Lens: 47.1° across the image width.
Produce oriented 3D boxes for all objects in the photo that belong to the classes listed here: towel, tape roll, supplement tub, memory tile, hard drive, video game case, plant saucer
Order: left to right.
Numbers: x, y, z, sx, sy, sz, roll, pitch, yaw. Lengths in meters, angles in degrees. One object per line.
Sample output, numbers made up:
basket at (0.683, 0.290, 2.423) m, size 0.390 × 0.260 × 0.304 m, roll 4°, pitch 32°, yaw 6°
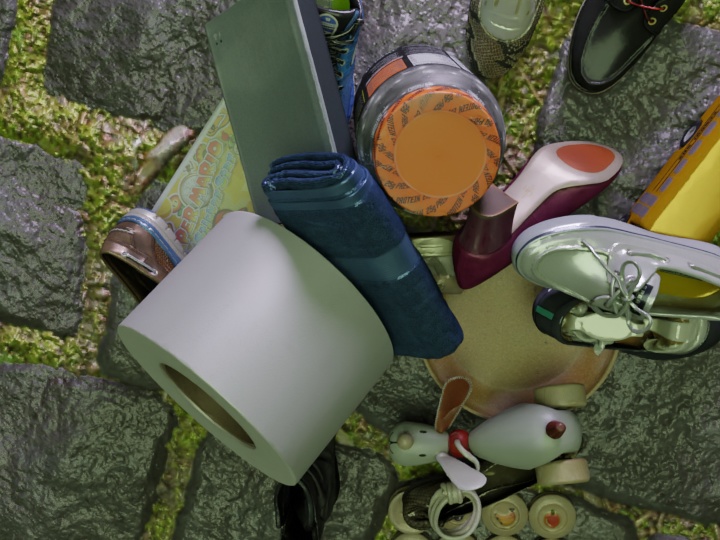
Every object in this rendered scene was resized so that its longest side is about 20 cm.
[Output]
video game case at (-0.106, -0.054, 0.836) m, size 0.182 × 0.023 × 0.201 m, roll 35°, pitch 102°, yaw -1°
tape roll at (-0.089, 0.067, 0.718) m, size 0.203 × 0.203 × 0.139 m, roll 43°, pitch 69°, yaw -3°
hard drive at (-0.070, -0.146, 0.748) m, size 0.139 × 0.033 × 0.201 m, roll -10°, pitch 97°, yaw 50°
towel at (0.006, -0.011, 0.683) m, size 0.049 × 0.111 × 0.201 m, roll -51°, pitch 125°, yaw -28°
supplement tub at (0.055, -0.122, 0.709) m, size 0.121 × 0.200 × 0.123 m, roll 0°, pitch 112°, yaw -1°
memory tile at (0.128, 0.304, 0.882) m, size 0.198 × 0.017 × 0.155 m, roll 1°, pitch 100°, yaw 6°
plant saucer at (0.156, 0.051, 0.823) m, size 0.199 × 0.035 × 0.202 m, roll 1°, pitch 101°, yaw 5°

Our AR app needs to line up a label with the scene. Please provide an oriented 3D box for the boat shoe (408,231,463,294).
boat shoe at (0.000, 0.000, 0.786) m, size 0.198 × 0.072 × 0.066 m, roll -3°, pitch 98°, yaw 6°

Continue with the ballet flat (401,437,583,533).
ballet flat at (0.134, 0.212, 0.829) m, size 0.199 × 0.046 × 0.068 m, roll -24°, pitch 116°, yaw 6°

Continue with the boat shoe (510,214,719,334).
boat shoe at (0.229, 0.013, 0.702) m, size 0.200 × 0.086 × 0.075 m, roll 11°, pitch 126°, yaw -7°

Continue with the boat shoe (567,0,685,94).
boat shoe at (0.255, -0.254, 0.746) m, size 0.073 × 0.063 × 0.202 m, roll 32°, pitch 103°, yaw -3°

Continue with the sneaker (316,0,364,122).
sneaker at (-0.038, -0.212, 0.762) m, size 0.078 × 0.089 × 0.202 m, roll 1°, pitch 102°, yaw -4°

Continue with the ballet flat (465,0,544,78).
ballet flat at (0.146, -0.274, 0.744) m, size 0.067 × 0.075 × 0.201 m, roll 22°, pitch 102°, yaw 0°

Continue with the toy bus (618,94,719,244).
toy bus at (0.311, -0.075, 0.763) m, size 0.065 × 0.078 × 0.201 m, roll 35°, pitch 102°, yaw -2°

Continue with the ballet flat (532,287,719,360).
ballet flat at (0.259, 0.051, 0.762) m, size 0.198 × 0.073 × 0.074 m, roll 6°, pitch 101°, yaw -8°

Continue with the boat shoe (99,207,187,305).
boat shoe at (-0.183, 0.038, 0.815) m, size 0.072 × 0.072 × 0.200 m, roll -22°, pitch 112°, yaw 43°

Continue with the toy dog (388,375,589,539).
toy dog at (0.124, 0.159, 0.770) m, size 0.199 × 0.096 × 0.133 m, roll -27°, pitch 68°, yaw 6°

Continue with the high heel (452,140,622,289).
high heel at (0.164, -0.055, 0.772) m, size 0.199 × 0.067 × 0.097 m, roll -22°, pitch 142°, yaw -27°

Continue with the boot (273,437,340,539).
boot at (-0.057, 0.179, 0.815) m, size 0.069 × 0.132 × 0.202 m, roll -11°, pitch 101°, yaw 8°
